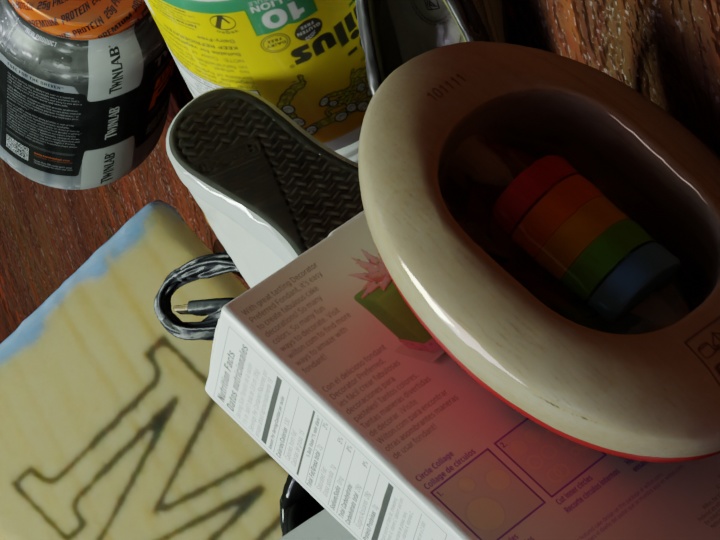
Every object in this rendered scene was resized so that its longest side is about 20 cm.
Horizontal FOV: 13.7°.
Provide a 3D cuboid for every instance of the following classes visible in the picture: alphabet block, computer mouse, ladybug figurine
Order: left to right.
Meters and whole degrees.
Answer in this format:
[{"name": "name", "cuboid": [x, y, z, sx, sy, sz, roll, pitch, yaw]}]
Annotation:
[{"name": "alphabet block", "cuboid": [-0.112, 0.102, 1.641, 0.200, 0.196, 0.195, 46, 176, 0]}, {"name": "computer mouse", "cuboid": [-0.009, 0.014, 1.446, 0.199, 0.034, 0.059, 3, 115, 26]}, {"name": "ladybug figurine", "cuboid": [0.080, 0.000, 1.116, 0.200, 0.136, 0.072, 46, 151, 21]}]

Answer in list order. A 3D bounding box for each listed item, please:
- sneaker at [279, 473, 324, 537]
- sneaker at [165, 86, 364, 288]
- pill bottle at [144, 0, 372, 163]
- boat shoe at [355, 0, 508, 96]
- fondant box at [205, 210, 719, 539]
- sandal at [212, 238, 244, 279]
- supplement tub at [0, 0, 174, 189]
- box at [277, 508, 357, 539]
[{"name": "sneaker", "cuboid": [0.010, 0.120, 1.348, 0.071, 0.098, 0.201, 30, 147, 33]}, {"name": "sneaker", "cuboid": [0.000, 0.000, 1.291, 0.200, 0.073, 0.085, 44, 166, 33]}, {"name": "pill bottle", "cuboid": [-0.035, -0.121, 1.361, 0.113, 0.112, 0.200, 58, 176, 32]}, {"name": "boat shoe", "cuboid": [0.037, -0.064, 1.282, 0.073, 0.065, 0.201, -14, 100, 33]}, {"name": "fondant box", "cuboid": [0.060, 0.058, 1.153, 0.200, 0.144, 0.058, 43, 147, 20]}, {"name": "sandal", "cuboid": [-0.014, -0.011, 1.587, 0.212, 0.077, 0.070, 41, 116, 64]}, {"name": "supplement tub", "cuboid": [-0.170, -0.142, 1.797, 0.123, 0.122, 0.200, 63, 164, 18]}, {"name": "box", "cuboid": [0.072, 0.200, 1.235, 0.200, 0.130, 0.199, 55, 176, 39]}]
